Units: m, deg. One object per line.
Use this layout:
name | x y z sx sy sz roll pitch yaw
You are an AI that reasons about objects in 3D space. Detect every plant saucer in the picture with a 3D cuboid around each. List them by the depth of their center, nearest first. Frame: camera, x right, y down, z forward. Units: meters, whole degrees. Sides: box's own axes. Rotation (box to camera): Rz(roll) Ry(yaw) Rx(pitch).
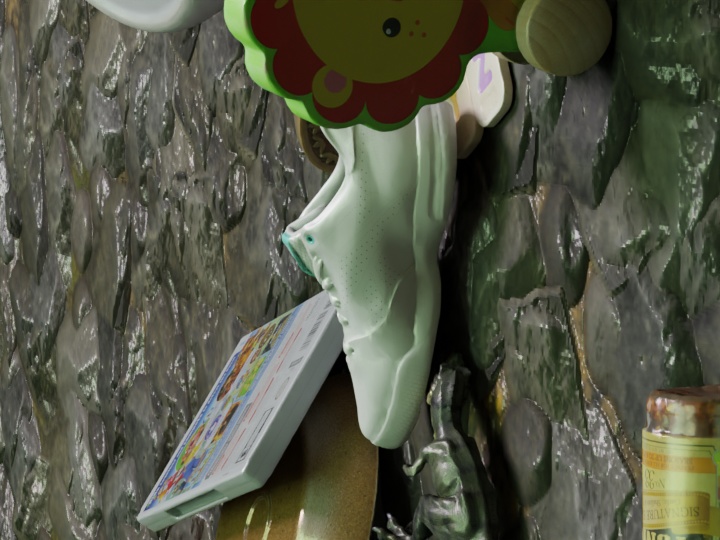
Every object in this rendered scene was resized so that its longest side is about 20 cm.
plant saucer | -0.047 0.155 1.727 0.200 0.035 0.201 -165 90 -70

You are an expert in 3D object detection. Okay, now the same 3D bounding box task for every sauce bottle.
sauce bottle | 0.155 0.152 1.274 0.066 0.066 0.201 -179 87 -67

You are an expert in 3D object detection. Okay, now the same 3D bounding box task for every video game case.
video game case | -0.065 0.082 1.756 0.144 0.018 0.200 -61 13 -22

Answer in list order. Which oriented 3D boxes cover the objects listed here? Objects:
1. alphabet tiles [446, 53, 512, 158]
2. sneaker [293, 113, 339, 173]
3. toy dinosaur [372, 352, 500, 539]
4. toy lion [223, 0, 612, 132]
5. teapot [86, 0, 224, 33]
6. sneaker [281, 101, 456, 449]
alphabet tiles | 0.038 -0.153 1.599 0.200 0.015 0.197 131 133 -59
sneaker | -0.001 -0.161 1.599 0.090 0.067 0.201 -114 30 -56
toy dinosaur | 0.053 0.143 1.547 0.088 0.047 0.201 -53 47 47
toy lion | 0.026 -0.168 1.396 0.069 0.191 0.201 -152 64 -64
teapot | -0.120 -0.255 1.811 0.199 0.146 0.198 29 147 27
sneaker | 0.000 0.000 1.584 0.075 0.088 0.201 -102 16 -68
